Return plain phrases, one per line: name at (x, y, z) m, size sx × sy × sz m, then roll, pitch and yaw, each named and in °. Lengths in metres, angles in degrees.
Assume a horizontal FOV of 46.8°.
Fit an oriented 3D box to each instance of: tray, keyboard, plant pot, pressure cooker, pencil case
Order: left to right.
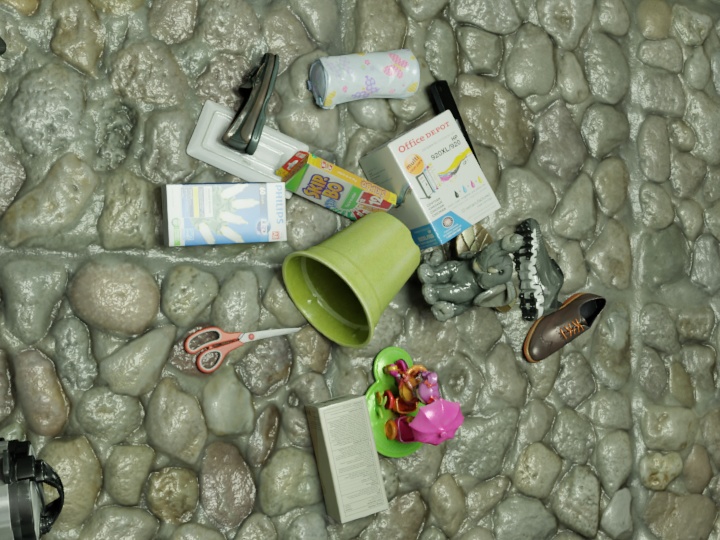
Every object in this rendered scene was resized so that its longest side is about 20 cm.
pressure cooker at (-0.529, 0.335, 1.190) m, size 0.200 × 0.176 × 0.179 m, roll -6°, pitch 91°, yaw -18°
tray at (-0.193, -0.213, 1.455) m, size 0.200 × 0.022 × 0.108 m, roll 23°, pitch 78°, yaw -18°
plant pot at (0.000, 0.000, 1.434) m, size 0.184 × 0.200 × 0.201 m, roll -42°, pitch 101°, yaw -31°
pencil case at (0.009, -0.350, 1.514) m, size 0.200 × 0.083 × 0.091 m, roll -13°, pitch 94°, yaw -22°
keyboard at (0.169, -0.264, 1.589) m, size 0.104 × 0.040 × 0.200 m, roll -26°, pitch 94°, yaw -61°

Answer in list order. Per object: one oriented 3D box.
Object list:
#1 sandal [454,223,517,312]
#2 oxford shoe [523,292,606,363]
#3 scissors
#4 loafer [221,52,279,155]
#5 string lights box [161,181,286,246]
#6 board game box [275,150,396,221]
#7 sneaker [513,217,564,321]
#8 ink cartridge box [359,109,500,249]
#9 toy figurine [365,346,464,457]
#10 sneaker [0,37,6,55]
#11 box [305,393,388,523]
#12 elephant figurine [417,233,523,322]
sandal at (0.232, -0.003, 1.591) m, size 0.080 × 0.054 × 0.200 m, roll -41°, pitch 115°, yaw -14°
oxford shoe at (0.400, 0.108, 1.631) m, size 0.200 × 0.073 × 0.071 m, roll -41°, pitch 101°, yaw -19°
scissors at (-0.201, 0.110, 1.425) m, size 0.200 × 0.014 × 0.073 m, roll -23°, pitch 92°, yaw -20°
loafer at (-0.187, -0.295, 1.427) m, size 0.063 × 0.072 × 0.200 m, roll 17°, pitch 66°, yaw -15°
string lights box at (-0.229, -0.097, 1.403) m, size 0.200 × 0.059 × 0.103 m, roll -4°, pitch 96°, yaw -21°
board game box at (-0.044, -0.143, 1.453) m, size 0.200 × 0.096 × 0.030 m, roll 25°, pitch 57°, yaw -24°
sneaker at (0.353, -0.004, 1.630) m, size 0.090 × 0.066 × 0.201 m, roll -6°, pitch 91°, yaw -25°
ink cartridge box at (0.122, -0.158, 1.507) m, size 0.147 × 0.145 × 0.200 m, roll -32°, pitch 97°, yaw -21°
toy figurine at (0.104, 0.227, 1.438) m, size 0.150 × 0.184 × 0.200 m, roll 0°, pitch 82°, yaw -27°
sneaker at (-0.616, -0.420, 1.282) m, size 0.200 × 0.076 × 0.091 m, roll 47°, pitch 65°, yaw -13°
box at (-0.024, 0.322, 1.441) m, size 0.095 × 0.078 × 0.200 m, roll -10°, pitch 89°, yaw -23°
elephant figurine at (0.213, 0.011, 1.469) m, size 0.200 × 0.155 × 0.142 m, roll -20°, pitch 103°, yaw 18°
